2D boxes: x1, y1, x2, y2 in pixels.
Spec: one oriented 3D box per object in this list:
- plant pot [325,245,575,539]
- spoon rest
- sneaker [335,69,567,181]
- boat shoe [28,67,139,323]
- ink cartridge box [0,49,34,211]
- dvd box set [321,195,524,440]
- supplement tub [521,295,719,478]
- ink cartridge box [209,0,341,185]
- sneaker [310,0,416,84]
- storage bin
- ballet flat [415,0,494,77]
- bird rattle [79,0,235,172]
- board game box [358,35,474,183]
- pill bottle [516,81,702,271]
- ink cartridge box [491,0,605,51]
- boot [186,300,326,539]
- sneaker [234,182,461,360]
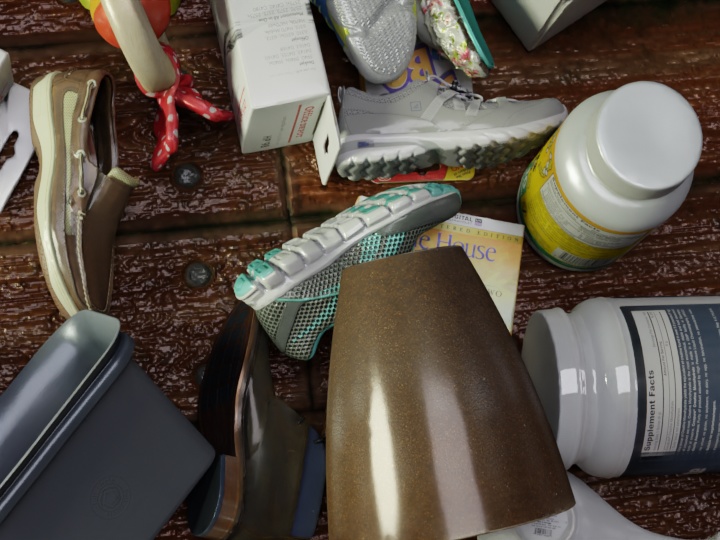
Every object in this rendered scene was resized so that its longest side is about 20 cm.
[{"bbox_3d":[0.050,0.089,1.161,0.184,0.187,0.203,-9,86,-10],"label":"plant pot"},{"bbox_3d":[0.190,0.214,1.256,0.197,0.061,0.101,11,74,8],"label":"spoon rest"},{"bbox_3d":[0.073,-0.129,1.277,0.197,0.075,0.083,-6,78,-12],"label":"sneaker"},{"bbox_3d":[-0.212,-0.062,1.232,0.074,0.075,0.205,-11,84,17],"label":"boat shoe"},{"bbox_3d":[-0.353,-0.140,1.239,0.198,0.067,0.117,26,74,-1],"label":"ink cartridge box"},{"bbox_3d":[0.053,0.049,1.281,0.144,0.029,0.203,10,76,-6],"label":"dvd box set"},{"bbox_3d":[0.237,0.091,1.241,0.197,0.140,0.142,-1,77,-8],"label":"supplement tub"},{"bbox_3d":[-0.073,-0.173,1.271,0.066,0.116,0.203,-11,78,-11],"label":"ink cartridge box"},{"bbox_3d":[-0.012,-0.239,1.305,0.075,0.105,0.203,-10,79,-22],"label":"sneaker"},{"bbox_3d":[-0.215,0.152,1.175,0.134,0.145,0.201,46,73,-24],"label":"storage bin"},{"bbox_3d":[0.053,-0.242,1.315,0.063,0.076,0.202,-23,74,17],"label":"ballet flat"},{"bbox_3d":[-0.180,-0.189,1.245,0.111,0.163,0.202,-15,69,7],"label":"bird rattle"},{"bbox_3d":[0.046,-0.175,1.336,0.094,0.030,0.203,-3,80,-9],"label":"board game box"},{"bbox_3d":[0.197,-0.076,1.243,0.111,0.200,0.114,2,76,-7],"label":"pill bottle"},{"bbox_3d":[0.155,-0.322,1.324,0.146,0.145,0.201,-34,83,-14],"label":"ink cartridge box"},{"bbox_3d":[-0.075,0.123,1.239,0.096,0.074,0.202,22,63,-28],"label":"boot"},{"bbox_3d":[0.000,0.000,1.243,0.198,0.077,0.092,-29,103,-13],"label":"sneaker"}]
